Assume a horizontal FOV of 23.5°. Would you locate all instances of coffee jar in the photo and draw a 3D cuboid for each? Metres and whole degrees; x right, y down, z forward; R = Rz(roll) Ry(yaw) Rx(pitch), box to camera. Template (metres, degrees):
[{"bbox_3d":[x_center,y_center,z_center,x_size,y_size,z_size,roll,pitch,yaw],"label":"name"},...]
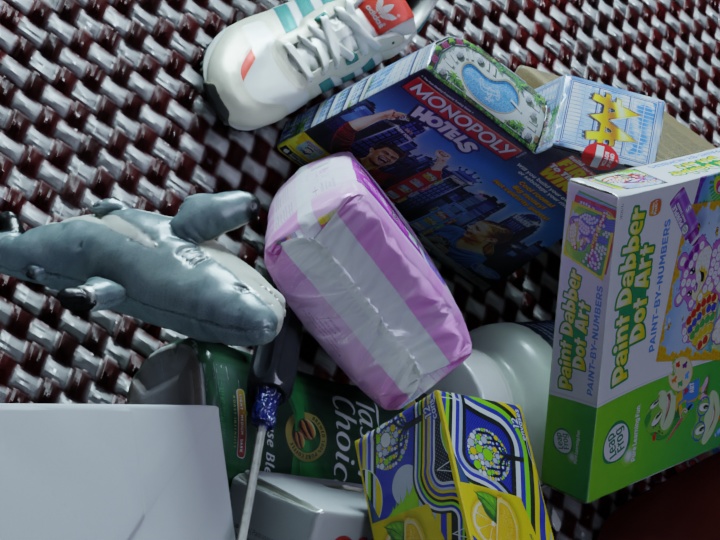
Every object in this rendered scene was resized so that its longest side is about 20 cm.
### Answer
[{"bbox_3d":[-0.036,0.107,1.018,0.200,0.085,0.104,15,62,-39],"label":"coffee jar"}]

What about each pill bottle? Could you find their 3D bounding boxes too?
[{"bbox_3d":[0.120,0.088,1.153,0.200,0.111,0.111,-1,74,-44],"label":"pill bottle"}]

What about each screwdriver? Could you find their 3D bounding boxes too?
[{"bbox_3d":[-0.052,0.094,0.909,0.028,0.029,0.200,33,36,-23],"label":"screwdriver"}]

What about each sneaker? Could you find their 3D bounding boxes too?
[{"bbox_3d":[-0.020,-0.157,1.138,0.200,0.093,0.070,-34,96,-46],"label":"sneaker"}]

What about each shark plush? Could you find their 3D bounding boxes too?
[{"bbox_3d":[-0.134,-0.006,0.918,0.200,0.091,0.083,19,30,-1],"label":"shark plush"}]

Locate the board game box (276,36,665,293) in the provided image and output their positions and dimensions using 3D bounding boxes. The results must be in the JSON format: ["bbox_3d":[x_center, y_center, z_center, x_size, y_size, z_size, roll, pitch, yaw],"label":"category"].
[{"bbox_3d":[0.086,-0.082,1.130,0.200,0.200,0.062,34,53,-29],"label":"board game box"}]

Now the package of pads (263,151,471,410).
[{"bbox_3d":[0.000,0.000,1.034,0.121,0.076,0.200,55,4,-11],"label":"package of pads"}]

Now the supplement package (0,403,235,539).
[{"bbox_3d":[-0.149,0.175,0.864,0.156,0.111,0.200,5,70,-43],"label":"supplement package"}]

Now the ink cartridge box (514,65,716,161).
[{"bbox_3d":[0.208,-0.059,1.249,0.165,0.075,0.200,13,23,-39],"label":"ink cartridge box"}]

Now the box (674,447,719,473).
[{"bbox_3d":[0.290,0.104,1.318,0.103,0.095,0.200,-27,92,-47],"label":"box"}]

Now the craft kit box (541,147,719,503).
[{"bbox_3d":[0.200,0.026,1.094,0.197,0.049,0.200,-14,116,-37],"label":"craft kit box"}]

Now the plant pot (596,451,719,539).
[{"bbox_3d":[0.270,0.211,1.194,0.200,0.177,0.201,19,61,-38],"label":"plant pot"}]

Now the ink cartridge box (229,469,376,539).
[{"bbox_3d":[-0.013,0.220,0.941,0.147,0.083,0.200,12,90,-39],"label":"ink cartridge box"}]

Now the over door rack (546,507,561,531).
[{"bbox_3d":[0.100,0.267,1.092,0.148,0.067,0.200,64,31,-12],"label":"over door rack"}]

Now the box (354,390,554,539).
[{"bbox_3d":[0.058,0.166,0.856,0.064,0.070,0.200,12,55,-40],"label":"box"}]
